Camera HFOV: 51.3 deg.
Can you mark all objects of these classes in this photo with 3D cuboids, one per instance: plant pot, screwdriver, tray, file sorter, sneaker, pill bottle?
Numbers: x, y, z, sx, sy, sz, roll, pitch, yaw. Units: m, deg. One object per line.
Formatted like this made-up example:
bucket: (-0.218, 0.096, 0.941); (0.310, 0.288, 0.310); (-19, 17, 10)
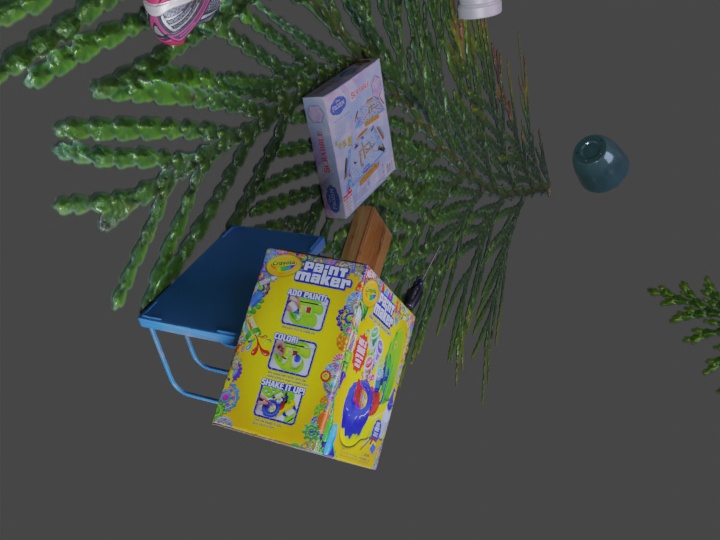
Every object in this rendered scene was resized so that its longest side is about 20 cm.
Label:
plant pot: (0.896, -0.421, 2.841); (0.161, 0.200, 0.201); (34, 63, -48)
screwdriver: (0.130, 0.010, 1.566); (0.200, 0.029, 0.028); (-64, 147, -42)
tray: (0.000, 0.000, 1.287); (0.099, 0.037, 0.201); (53, 48, -54)
file sorter: (-0.139, 0.053, 0.911); (0.200, 0.138, 0.123); (-54, 144, -46)
sneaker: (-0.176, -0.329, 0.843); (0.200, 0.080, 0.075); (-52, 153, -36)
pill bottle: (0.242, -0.639, 1.569); (0.116, 0.116, 0.201); (-49, 138, -49)

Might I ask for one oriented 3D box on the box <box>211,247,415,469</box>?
box: (-0.041, 0.104, 0.834); (0.200, 0.122, 0.193); (45, 58, -64)

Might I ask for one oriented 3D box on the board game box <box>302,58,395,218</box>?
board game box: (-0.012, -0.217, 1.217); (0.200, 0.041, 0.200); (-49, 137, -49)
